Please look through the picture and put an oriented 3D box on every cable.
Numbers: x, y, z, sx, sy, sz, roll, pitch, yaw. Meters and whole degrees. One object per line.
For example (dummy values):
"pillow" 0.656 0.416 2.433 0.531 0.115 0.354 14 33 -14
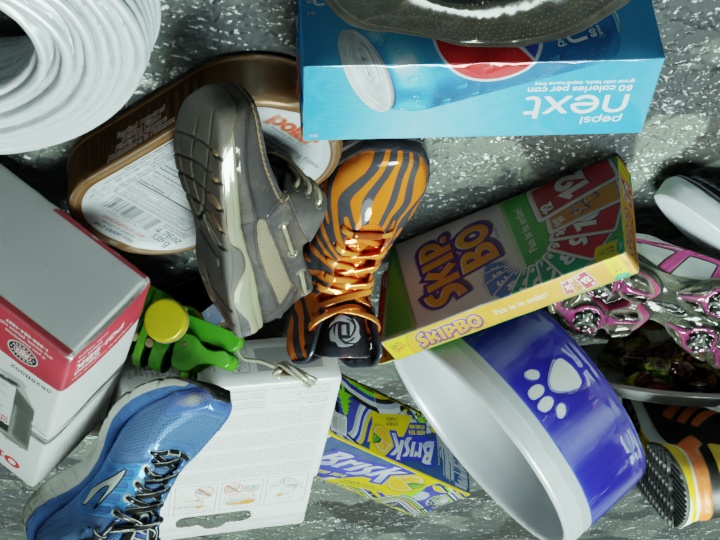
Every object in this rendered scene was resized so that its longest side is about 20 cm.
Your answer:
"cable" -0.205 -0.134 0.719 0.199 0.069 0.200 -1 148 -6

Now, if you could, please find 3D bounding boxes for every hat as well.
"hat" 0.060 -0.191 0.656 0.200 0.081 0.201 0 156 0

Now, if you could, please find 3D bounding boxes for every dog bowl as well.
"dog bowl" 0.112 0.100 1.007 0.079 0.200 0.200 -38 150 -13

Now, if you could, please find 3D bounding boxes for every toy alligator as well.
"toy alligator" -0.128 0.051 0.953 0.200 0.054 0.059 28 177 11

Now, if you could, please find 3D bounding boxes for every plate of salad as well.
"plate of salad" 0.244 0.065 1.049 0.200 0.048 0.200 3 -172 0

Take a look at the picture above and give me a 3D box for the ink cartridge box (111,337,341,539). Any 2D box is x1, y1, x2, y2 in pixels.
"ink cartridge box" -0.109 0.132 1.056 0.161 0.050 0.200 -4 140 -16

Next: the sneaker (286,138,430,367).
"sneaker" 0.000 0.000 0.918 0.077 0.112 0.200 5 147 -15

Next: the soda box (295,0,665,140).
"soda box" 0.064 -0.120 0.781 0.200 0.064 0.068 -2 148 -4

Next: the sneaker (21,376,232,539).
"sneaker" -0.153 0.154 0.951 0.078 0.089 0.200 22 119 -44

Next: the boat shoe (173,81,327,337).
"boat shoe" -0.064 -0.043 0.832 0.073 0.075 0.200 -24 148 -18

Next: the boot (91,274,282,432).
"boot" -0.164 0.057 1.042 0.200 0.075 0.097 -18 137 3

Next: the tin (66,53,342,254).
"tin" -0.099 -0.068 0.871 0.200 0.042 0.112 -26 146 30

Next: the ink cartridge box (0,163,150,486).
"ink cartridge box" -0.236 0.039 0.920 0.147 0.083 0.200 36 143 5

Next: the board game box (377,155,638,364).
"board game box" 0.091 -0.005 0.937 0.200 0.096 0.030 -24 128 27

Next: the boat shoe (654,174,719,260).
"boat shoe" 0.297 -0.024 0.960 0.200 0.068 0.072 30 179 -13

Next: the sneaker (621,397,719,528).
"sneaker" 0.247 0.131 0.997 0.090 0.070 0.200 -7 -169 1

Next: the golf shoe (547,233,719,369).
"golf shoe" 0.225 0.010 0.967 0.200 0.092 0.073 16 125 -8

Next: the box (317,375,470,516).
"box" 0.010 0.154 1.212 0.070 0.064 0.200 -27 141 31
